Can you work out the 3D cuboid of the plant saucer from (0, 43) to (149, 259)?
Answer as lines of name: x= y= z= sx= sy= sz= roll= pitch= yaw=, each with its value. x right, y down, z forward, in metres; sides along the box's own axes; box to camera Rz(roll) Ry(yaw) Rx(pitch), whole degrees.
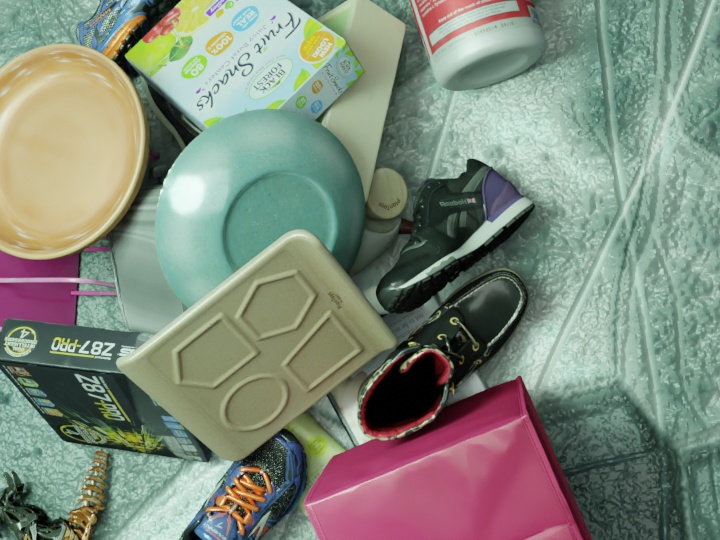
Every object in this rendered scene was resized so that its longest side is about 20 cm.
plant saucer: x=-0.277 y=-0.106 z=1.141 sx=0.200 sy=0.037 sz=0.201 roll=-3 pitch=80 yaw=20

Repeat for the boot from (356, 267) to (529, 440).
boot: x=0.073 y=0.077 z=1.125 sx=0.200 sy=0.151 sz=0.073 roll=-38 pitch=89 yaw=6

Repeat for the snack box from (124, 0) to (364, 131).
snack box: x=-0.112 y=-0.195 z=1.171 sx=0.142 sy=0.053 sz=0.200 roll=-46 pitch=53 yaw=-4

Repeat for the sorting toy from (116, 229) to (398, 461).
sorting toy: x=-0.086 y=0.067 z=1.086 sx=0.200 sy=0.185 sz=0.037 roll=-34 pitch=46 yaw=3

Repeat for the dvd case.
dvd case: x=0.055 y=0.137 z=1.212 sx=0.142 sy=0.018 sz=0.200 roll=-31 pitch=79 yaw=6

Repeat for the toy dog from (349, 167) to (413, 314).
toy dog: x=0.000 y=0.000 z=1.203 sx=0.096 sy=0.132 sz=0.200 roll=26 pitch=94 yaw=-25

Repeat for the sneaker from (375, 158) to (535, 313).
sneaker: x=0.069 y=-0.035 z=1.166 sx=0.088 sy=0.076 sz=0.200 roll=47 pitch=53 yaw=11

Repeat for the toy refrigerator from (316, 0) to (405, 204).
toy refrigerator: x=-0.023 y=-0.156 z=1.190 sx=0.076 sy=0.070 sz=0.200 roll=-17 pitch=53 yaw=50

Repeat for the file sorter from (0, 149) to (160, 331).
file sorter: x=-0.277 y=-0.029 z=1.223 sx=0.125 sy=0.139 sz=0.201 roll=0 pitch=83 yaw=24

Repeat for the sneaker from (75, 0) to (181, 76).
sneaker: x=-0.228 y=-0.296 z=1.292 sx=0.078 sy=0.075 sz=0.200 roll=35 pitch=90 yaw=16

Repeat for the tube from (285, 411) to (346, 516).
tube: x=-0.090 y=0.141 z=1.227 sx=0.200 sy=0.052 sz=0.058 roll=49 pitch=139 yaw=6

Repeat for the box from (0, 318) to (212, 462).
box: x=-0.235 y=0.116 z=1.182 sx=0.161 sy=0.200 sz=0.049 roll=5 pitch=61 yaw=10

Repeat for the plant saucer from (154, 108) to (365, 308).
plant saucer: x=-0.077 y=-0.038 z=1.080 sx=0.200 sy=0.039 sz=0.202 roll=-8 pitch=108 yaw=-25

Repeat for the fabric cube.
fabric cube: x=0.090 y=0.231 z=1.089 sx=0.199 sy=0.196 sz=0.200 roll=-23 pitch=90 yaw=6

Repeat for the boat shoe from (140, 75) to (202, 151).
boat shoe: x=-0.156 y=-0.157 z=1.244 sx=0.068 sy=0.072 sz=0.200 roll=-52 pitch=57 yaw=35

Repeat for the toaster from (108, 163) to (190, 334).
toaster: x=-0.155 y=0.002 z=1.162 sx=0.129 sy=0.114 sz=0.201 roll=9 pitch=112 yaw=43

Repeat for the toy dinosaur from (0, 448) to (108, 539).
toy dinosaur: x=-0.319 y=0.272 z=1.248 sx=0.136 sy=0.102 sz=0.200 roll=33 pitch=56 yaw=-1

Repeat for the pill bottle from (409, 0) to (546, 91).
pill bottle: x=0.097 y=-0.285 z=1.203 sx=0.112 sy=0.112 sz=0.201 roll=-19 pitch=81 yaw=9

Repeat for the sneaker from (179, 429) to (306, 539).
sneaker: x=-0.118 y=0.235 z=1.181 sx=0.075 sy=0.078 sz=0.200 roll=34 pitch=104 yaw=10
